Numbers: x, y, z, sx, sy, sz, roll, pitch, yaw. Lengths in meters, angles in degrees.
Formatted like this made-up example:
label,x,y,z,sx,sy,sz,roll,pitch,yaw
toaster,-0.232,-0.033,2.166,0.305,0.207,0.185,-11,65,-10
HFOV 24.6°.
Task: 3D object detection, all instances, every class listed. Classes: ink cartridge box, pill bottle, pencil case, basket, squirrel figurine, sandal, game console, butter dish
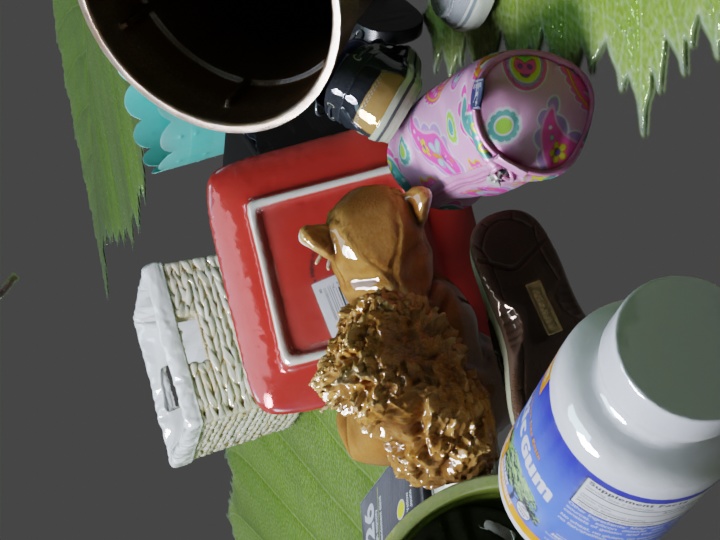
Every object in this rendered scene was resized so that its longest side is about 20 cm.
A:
label,x,y,z,sx,sy,sz,roll,pitch,yaw
ink cartridge box,0.037,0.268,1.413,0.200,0.047,0.199,123,148,-49
pill bottle,0.150,0.084,0.914,0.200,0.111,0.113,107,147,-60
pencil case,0.079,-0.087,1.075,0.200,0.087,0.088,168,89,-74
basket,-0.161,0.097,1.900,0.200,0.160,0.199,122,133,-67
squirrel figurine,0.031,0.040,1.114,0.200,0.141,0.188,-93,-11,-70
sandal,-0.010,-0.233,1.307,0.200,0.075,0.045,44,143,50
game console,-0.048,-0.089,1.441,0.117,0.175,0.200,58,178,-39
butter dish,0.000,0.000,1.302,0.148,0.199,0.201,31,-135,-81

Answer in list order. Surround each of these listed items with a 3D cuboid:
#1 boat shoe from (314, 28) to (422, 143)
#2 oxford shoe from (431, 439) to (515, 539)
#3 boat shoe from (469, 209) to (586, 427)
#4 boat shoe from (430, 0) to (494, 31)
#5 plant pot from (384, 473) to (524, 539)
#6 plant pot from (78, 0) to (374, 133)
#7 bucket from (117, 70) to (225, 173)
label,x,y,z,sx,sy,sz,roll,pitch,yaw
boat shoe,0.003,-0.134,1.180,0.075,0.062,0.200,-60,7,9
oxford shoe,0.091,0.196,1.302,0.075,0.057,0.201,141,114,-70
boat shoe,0.125,0.062,1.081,0.075,0.074,0.203,80,178,-66
boat shoe,0.052,-0.244,1.075,0.070,0.071,0.202,-120,23,-46
plant pot,0.089,0.234,1.147,0.190,0.199,0.201,151,106,-85
plant pot,-0.060,-0.226,1.122,0.199,0.198,0.201,15,127,21
bucket,-0.178,-0.213,1.770,0.207,0.134,0.209,167,90,-73
